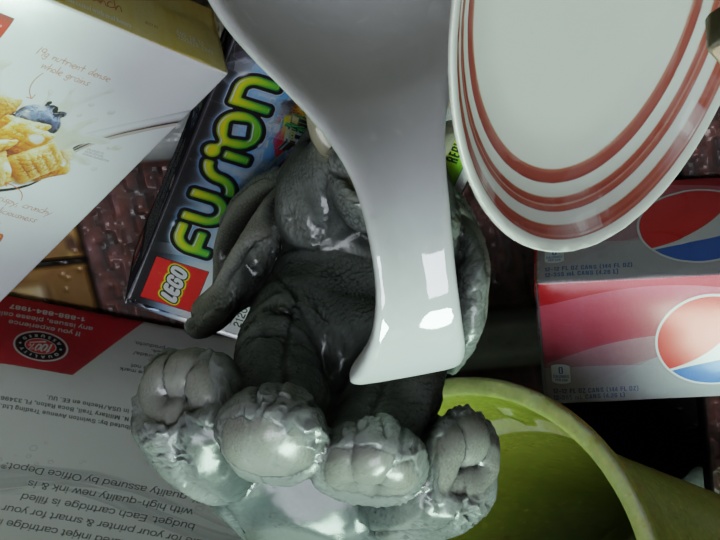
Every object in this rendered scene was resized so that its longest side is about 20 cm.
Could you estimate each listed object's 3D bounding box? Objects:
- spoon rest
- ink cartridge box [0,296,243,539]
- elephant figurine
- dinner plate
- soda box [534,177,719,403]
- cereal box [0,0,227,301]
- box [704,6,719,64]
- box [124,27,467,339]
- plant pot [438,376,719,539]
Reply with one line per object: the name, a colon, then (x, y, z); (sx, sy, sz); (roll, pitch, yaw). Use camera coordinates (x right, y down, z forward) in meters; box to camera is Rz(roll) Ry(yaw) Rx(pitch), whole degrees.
spoon rest: (0.001, -0.065, 0.926); (0.099, 0.201, 0.061); (-11, 171, -12)
ink cartridge box: (-0.107, 0.113, 1.105); (0.144, 0.200, 0.084); (11, 128, -5)
elephant figurine: (0.000, 0.000, 1.024); (0.155, 0.201, 0.141); (-16, 145, 43)
dinner plate: (0.084, -0.105, 0.951); (0.024, 0.200, 0.201); (18, 137, 33)
soda box: (0.170, 0.005, 1.087); (0.199, 0.070, 0.064); (-4, 126, 6)
cereal box: (-0.166, -0.050, 1.043); (0.144, 0.040, 0.200); (19, 132, -37)
box: (0.230, -0.043, 0.994); (0.121, 0.032, 0.200); (-31, 115, 20)
box: (-0.011, -0.052, 1.075); (0.110, 0.035, 0.200); (17, 127, -10)
plant pot: (0.094, 0.152, 1.124); (0.200, 0.201, 0.184); (-40, 149, 29)
